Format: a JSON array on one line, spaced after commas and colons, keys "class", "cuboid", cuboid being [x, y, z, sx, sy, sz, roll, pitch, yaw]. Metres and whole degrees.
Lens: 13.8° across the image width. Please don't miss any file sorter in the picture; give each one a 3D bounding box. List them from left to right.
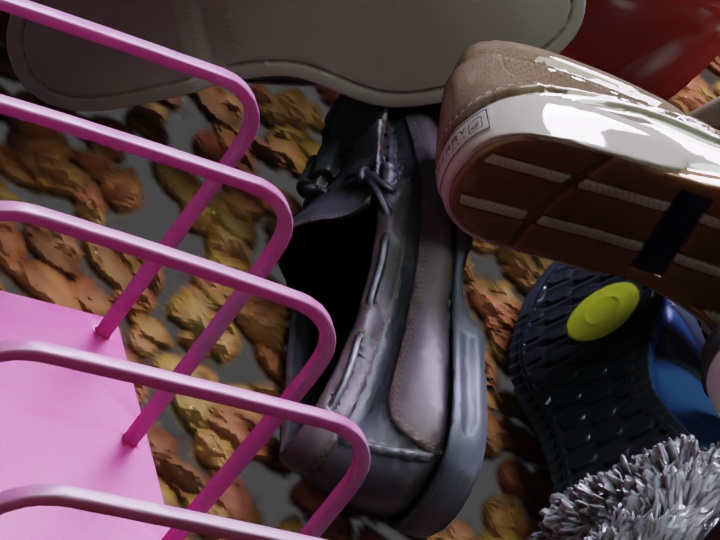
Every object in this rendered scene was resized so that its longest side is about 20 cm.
[{"class": "file sorter", "cuboid": [-0.085, 0.037, 0.816, 0.139, 0.126, 0.200, 16, 37, -32]}]

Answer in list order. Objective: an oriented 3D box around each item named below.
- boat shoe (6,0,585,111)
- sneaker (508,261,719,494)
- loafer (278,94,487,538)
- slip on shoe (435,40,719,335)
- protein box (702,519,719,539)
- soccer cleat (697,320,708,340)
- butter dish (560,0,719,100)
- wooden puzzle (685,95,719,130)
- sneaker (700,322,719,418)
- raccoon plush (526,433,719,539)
[{"class": "boat shoe", "cuboid": [-0.023, -0.097, 1.043, 0.199, 0.073, 0.063, -5, 21, -1]}, {"class": "sneaker", "cuboid": [0.102, 0.062, 1.043, 0.078, 0.066, 0.200, 51, 17, -30]}, {"class": "loafer", "cuboid": [0.000, 0.000, 1.005, 0.063, 0.072, 0.200, 18, 39, -22]}, {"class": "slip on shoe", "cuboid": [0.114, -0.022, 1.017, 0.200, 0.076, 0.061, 17, 39, -20]}, {"class": "protein box", "cuboid": [0.133, 0.185, 0.767, 0.198, 0.200, 0.135, 12, 40, -35]}, {"class": "soccer cleat", "cuboid": [0.200, 0.022, 1.137, 0.200, 0.070, 0.087, 34, 47, -29]}, {"class": "butter dish", "cuboid": [0.070, -0.115, 1.148, 0.199, 0.200, 0.148, 26, 57, -17]}, {"class": "wooden puzzle", "cuboid": [0.195, -0.062, 1.177, 0.185, 0.200, 0.037, -8, 79, -49]}, {"class": "sneaker", "cuboid": [0.194, 0.091, 0.963, 0.200, 0.076, 0.115, 33, 33, -9]}, {"class": "raccoon plush", "cuboid": [0.093, 0.084, 0.873, 0.097, 0.200, 0.134, 31, 11, 10]}]
